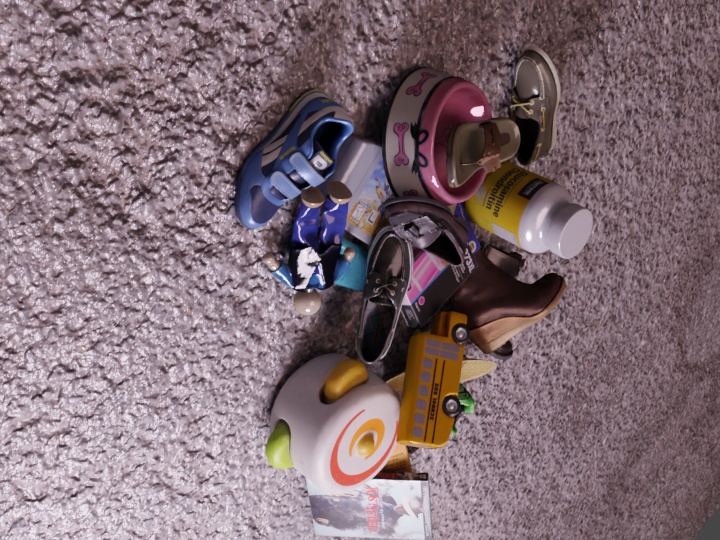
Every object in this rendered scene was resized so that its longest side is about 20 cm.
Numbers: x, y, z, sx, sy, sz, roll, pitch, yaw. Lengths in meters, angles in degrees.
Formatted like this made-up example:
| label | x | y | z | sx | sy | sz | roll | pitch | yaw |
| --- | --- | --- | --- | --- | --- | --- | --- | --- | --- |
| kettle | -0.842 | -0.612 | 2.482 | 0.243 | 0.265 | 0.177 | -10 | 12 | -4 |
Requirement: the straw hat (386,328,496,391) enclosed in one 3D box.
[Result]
| label | x | y | z | sx | sy | sz | roll | pitch | yaw |
| --- | --- | --- | --- | --- | --- | --- | --- | --- | --- |
| straw hat | 0.123 | 0.132 | 1.642 | 0.200 | 0.200 | 0.086 | 9 | 64 | -48 |

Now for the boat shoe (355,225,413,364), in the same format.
| label | x | y | z | sx | sy | sz | roll | pitch | yaw |
| --- | --- | --- | --- | --- | --- | --- | --- | --- | --- |
| boat shoe | 0.034 | 0.038 | 1.428 | 0.057 | 0.068 | 0.202 | -72 | 173 | -80 |

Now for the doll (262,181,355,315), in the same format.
| label | x | y | z | sx | sy | sz | roll | pitch | yaw |
| --- | --- | --- | --- | --- | --- | --- | --- | --- | --- |
| doll | -0.066 | -0.024 | 1.360 | 0.135 | 0.049 | 0.201 | -9 | 131 | -23 |

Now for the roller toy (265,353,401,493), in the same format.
| label | x | y | z | sx | sy | sz | roll | pitch | yaw |
| --- | --- | --- | --- | --- | --- | --- | --- | --- | --- |
| roller toy | -0.030 | 0.229 | 1.504 | 0.182 | 0.139 | 0.201 | 27 | 92 | -51 |

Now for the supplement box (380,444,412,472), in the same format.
| label | x | y | z | sx | sy | sz | roll | pitch | yaw |
| --- | --- | --- | --- | --- | --- | --- | --- | --- | --- |
| supplement box | 0.054 | 0.334 | 1.652 | 0.066 | 0.069 | 0.201 | -15 | 126 | -1 |

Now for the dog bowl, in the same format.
| label | x | y | z | sx | sy | sz | roll | pitch | yaw |
| --- | --- | --- | --- | --- | --- | --- | --- | --- | --- |
| dog bowl | 0.116 | -0.182 | 1.413 | 0.199 | 0.073 | 0.202 | -17 | 112 | -50 |

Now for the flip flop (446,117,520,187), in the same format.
| label | x | y | z | sx | sy | sz | roll | pitch | yaw |
| --- | --- | --- | --- | --- | --- | --- | --- | --- | --- |
| flip flop | 0.177 | -0.167 | 1.388 | 0.199 | 0.057 | 0.082 | -24 | 116 | -49 |

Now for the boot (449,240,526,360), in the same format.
| label | x | y | z | sx | sy | sz | roll | pitch | yaw |
| --- | --- | --- | --- | --- | --- | --- | --- | --- | --- |
| boot | 0.236 | 0.052 | 1.724 | 0.199 | 0.069 | 0.175 | 27 | 93 | -45 |

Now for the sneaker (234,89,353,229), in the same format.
| label | x | y | z | sx | sy | sz | roll | pitch | yaw |
| --- | --- | --- | --- | --- | --- | --- | --- | --- | --- |
| sneaker | -0.084 | -0.134 | 1.269 | 0.201 | 0.082 | 0.074 | -55 | 142 | -2 |

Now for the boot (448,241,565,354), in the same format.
| label | x | y | z | sx | sy | sz | roll | pitch | yaw |
| --- | --- | --- | --- | --- | --- | --- | --- | --- | --- |
| boot | 0.229 | 0.019 | 1.635 | 0.199 | 0.072 | 0.167 | -37 | 104 | -15 |

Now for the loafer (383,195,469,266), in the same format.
| label | x | y | z | sx | sy | sz | roll | pitch | yaw |
| --- | --- | --- | --- | --- | --- | --- | --- | --- | --- |
| loafer | 0.100 | -0.054 | 1.415 | 0.199 | 0.071 | 0.064 | 19 | 63 | -56 |

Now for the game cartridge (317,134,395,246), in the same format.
| label | x | y | z | sx | sy | sz | roll | pitch | yaw |
| --- | --- | --- | --- | --- | --- | --- | --- | --- | --- |
| game cartridge | 0.021 | -0.107 | 1.433 | 0.134 | 0.041 | 0.200 | -56 | 141 | 3 |

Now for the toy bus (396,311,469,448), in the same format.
| label | x | y | z | sx | sy | sz | roll | pitch | yaw |
| --- | --- | --- | --- | --- | --- | --- | --- | --- | --- |
| toy bus | 0.108 | 0.160 | 1.491 | 0.077 | 0.065 | 0.202 | 12 | 76 | -12 |

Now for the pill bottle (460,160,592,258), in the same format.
| label | x | y | z | sx | sy | sz | roll | pitch | yaw |
| --- | --- | --- | --- | --- | --- | --- | --- | --- | --- |
| pill bottle | 0.256 | -0.095 | 1.555 | 0.111 | 0.199 | 0.113 | -25 | 130 | -34 |

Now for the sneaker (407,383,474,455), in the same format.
| label | x | y | z | sx | sy | sz | roll | pitch | yaw |
| --- | --- | --- | --- | --- | --- | --- | --- | --- | --- |
| sneaker | 0.111 | 0.264 | 1.716 | 0.200 | 0.085 | 0.078 | -42 | 138 | -14 |

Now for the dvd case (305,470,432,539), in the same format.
| label | x | y | z | sx | sy | sz | roll | pitch | yaw |
| --- | --- | --- | --- | --- | --- | --- | --- | --- | --- |
| dvd case | 0.016 | 0.379 | 1.629 | 0.022 | 0.198 | 0.147 | -80 | 168 | -53 |

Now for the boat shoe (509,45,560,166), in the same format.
| label | x | y | z | sx | sy | sz | roll | pitch | yaw |
| --- | --- | --- | --- | --- | --- | --- | --- | --- | --- |
| boat shoe | 0.267 | -0.253 | 1.571 | 0.060 | 0.072 | 0.203 | -42 | 141 | -26 |

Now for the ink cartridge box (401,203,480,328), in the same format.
| label | x | y | z | sx | sy | sz | roll | pitch | yaw |
| --- | --- | --- | --- | --- | --- | --- | --- | --- | --- |
| ink cartridge box | 0.122 | -0.012 | 1.534 | 0.200 | 0.037 | 0.095 | -46 | 123 | -32 |

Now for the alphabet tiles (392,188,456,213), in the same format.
| label | x | y | z | sx | sy | sz | roll | pitch | yaw |
| --- | --- | --- | --- | --- | --- | --- | --- | --- | --- |
| alphabet tiles | 0.105 | -0.166 | 1.469 | 0.200 | 0.006 | 0.168 | 35 | 69 | -51 |

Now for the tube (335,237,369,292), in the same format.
| label | x | y | z | sx | sy | sz | roll | pitch | yaw |
| --- | --- | --- | --- | --- | --- | --- | --- | --- | --- |
| tube | 0.000 | 0.000 | 1.471 | 0.199 | 0.050 | 0.078 | 23 | 92 | -45 |
